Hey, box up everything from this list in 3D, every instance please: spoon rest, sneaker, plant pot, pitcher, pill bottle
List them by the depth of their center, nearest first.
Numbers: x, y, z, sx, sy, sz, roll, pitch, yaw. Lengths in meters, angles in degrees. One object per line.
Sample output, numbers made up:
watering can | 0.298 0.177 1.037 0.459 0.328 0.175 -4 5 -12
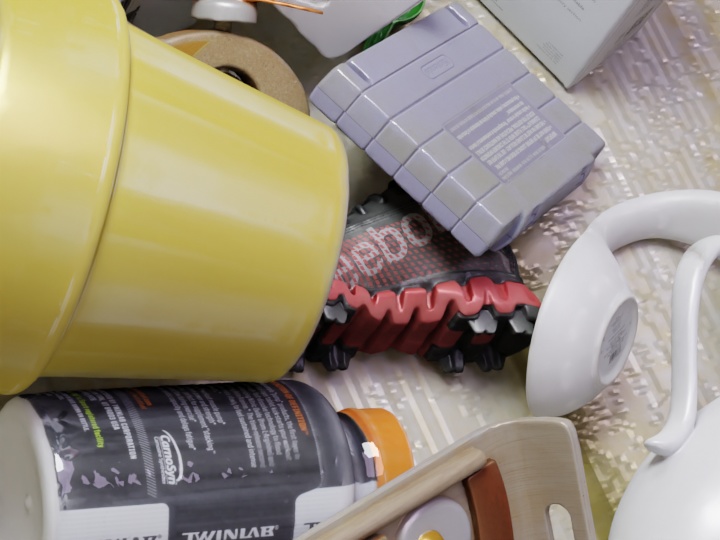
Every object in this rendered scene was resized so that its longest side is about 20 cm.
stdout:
plant pot | -0.115 -0.028 1.387 0.188 0.201 0.201 15 56 -19
pill bottle | -0.075 0.108 1.424 0.199 0.106 0.106 -2 62 -25
pitcher | 0.192 0.097 1.499 0.172 0.121 0.200 47 55 -19
sneaker | 0.000 0.000 1.545 0.200 0.071 0.098 2 61 -26
spoon rest | 0.137 0.010 1.601 0.061 0.100 0.200 19 35 26

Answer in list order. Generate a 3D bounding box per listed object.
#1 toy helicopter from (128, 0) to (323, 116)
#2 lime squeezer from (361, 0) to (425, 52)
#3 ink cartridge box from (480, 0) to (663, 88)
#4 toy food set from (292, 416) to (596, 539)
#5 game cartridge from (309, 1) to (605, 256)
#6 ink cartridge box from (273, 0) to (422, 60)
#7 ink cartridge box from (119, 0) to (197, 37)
toy helicopter | -0.106 -0.111 1.494 0.200 0.079 0.132 33 85 -30
lime squeezer | 0.026 -0.180 1.650 0.038 0.071 0.200 26 94 12
ink cartridge box | 0.109 -0.238 1.671 0.200 0.176 0.084 46 53 6
toy food set | 0.041 0.175 1.416 0.200 0.060 0.144 -28 117 -36
game cartridge | 0.058 -0.078 1.592 0.130 0.038 0.200 48 25 3
ink cartridge box | -0.047 -0.236 1.591 0.145 0.084 0.200 41 20 -56
ink cartridge box | -0.188 -0.174 1.554 0.200 0.083 0.145 -29 76 -34
